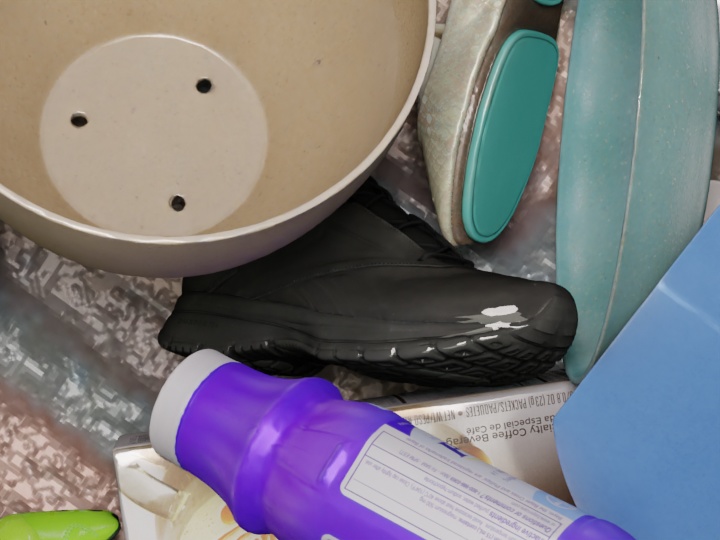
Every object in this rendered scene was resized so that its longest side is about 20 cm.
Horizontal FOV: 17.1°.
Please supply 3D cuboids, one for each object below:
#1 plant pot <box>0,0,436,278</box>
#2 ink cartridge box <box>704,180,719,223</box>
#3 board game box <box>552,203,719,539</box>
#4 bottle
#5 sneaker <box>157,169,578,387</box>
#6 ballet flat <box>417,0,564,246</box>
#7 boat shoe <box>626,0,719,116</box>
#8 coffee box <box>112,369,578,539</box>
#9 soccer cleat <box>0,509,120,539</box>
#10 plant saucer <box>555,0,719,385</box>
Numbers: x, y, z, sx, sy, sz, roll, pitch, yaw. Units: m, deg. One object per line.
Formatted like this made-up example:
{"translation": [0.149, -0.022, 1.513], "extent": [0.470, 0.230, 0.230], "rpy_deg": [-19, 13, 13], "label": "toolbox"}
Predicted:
{"translation": [-0.079, -0.078, 0.935], "extent": [0.200, 0.135, 0.201], "rpy_deg": [3, 68, -7], "label": "plant pot"}
{"translation": [0.219, 0.034, 0.959], "extent": [0.200, 0.125, 0.129], "rpy_deg": [11, 97, 4], "label": "ink cartridge box"}
{"translation": [0.173, 0.044, 0.882], "extent": [0.158, 0.039, 0.200], "rpy_deg": [35, 107, -5], "label": "board game box"}
{"translation": [0.012, 0.090, 0.888], "extent": [0.200, 0.084, 0.065], "rpy_deg": [26, 77, 27], "label": "bottle"}
{"translation": [0.000, 0.000, 0.972], "extent": [0.200, 0.076, 0.091], "rpy_deg": [4, 81, 36], "label": "sneaker"}
{"translation": [0.054, -0.110, 1.008], "extent": [0.062, 0.067, 0.200], "rpy_deg": [17, 91, 32], "label": "ballet flat"}
{"translation": [0.204, -0.075, 0.982], "extent": [0.200, 0.069, 0.072], "rpy_deg": [28, 97, 6], "label": "boat shoe"}
{"translation": [0.005, 0.111, 0.990], "extent": [0.200, 0.080, 0.115], "rpy_deg": [-8, 90, -4], "label": "coffee box"}
{"translation": [-0.119, 0.201, 1.033], "extent": [0.081, 0.068, 0.200], "rpy_deg": [-10, 93, -8], "label": "soccer cleat"}
{"translation": [0.108, -0.054, 0.930], "extent": [0.036, 0.200, 0.200], "rpy_deg": [5, 94, -3], "label": "plant saucer"}
